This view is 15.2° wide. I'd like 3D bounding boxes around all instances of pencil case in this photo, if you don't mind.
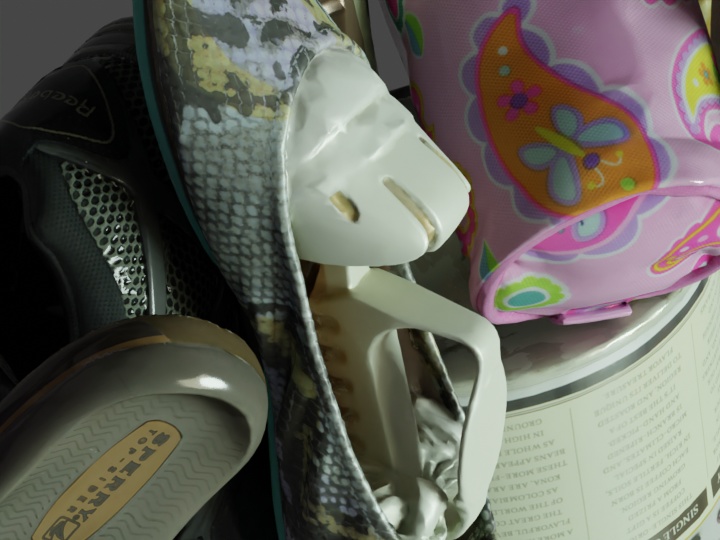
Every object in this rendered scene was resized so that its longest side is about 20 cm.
[{"bbox_3d":[0.043,-0.085,0.748,0.087,0.087,0.201,29,39,-61],"label":"pencil case"}]

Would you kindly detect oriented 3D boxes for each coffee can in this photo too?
[{"bbox_3d":[0.048,0.060,0.851,0.146,0.146,0.200,-51,143,-37],"label":"coffee can"}]

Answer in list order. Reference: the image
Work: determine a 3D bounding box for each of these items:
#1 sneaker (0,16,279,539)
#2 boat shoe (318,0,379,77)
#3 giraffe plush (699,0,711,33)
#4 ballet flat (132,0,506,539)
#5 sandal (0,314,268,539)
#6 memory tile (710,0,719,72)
[{"bbox_3d":[-0.069,0.045,0.715,0.114,0.076,0.200,-40,133,-44],"label":"sneaker"},{"bbox_3d":[-0.033,-0.108,0.727,0.076,0.071,0.201,-85,170,-60],"label":"boat shoe"},{"bbox_3d":[0.196,-0.023,0.971,0.200,0.162,0.173,-100,-163,-70],"label":"giraffe plush"},{"bbox_3d":[0.000,0.000,0.685,0.072,0.072,0.201,-44,131,-43],"label":"ballet flat"},{"bbox_3d":[-0.089,0.095,0.646,0.200,0.055,0.082,-45,141,15],"label":"sandal"},{"bbox_3d":[0.118,-0.105,0.777,0.200,0.017,0.154,-81,171,-71],"label":"memory tile"}]
